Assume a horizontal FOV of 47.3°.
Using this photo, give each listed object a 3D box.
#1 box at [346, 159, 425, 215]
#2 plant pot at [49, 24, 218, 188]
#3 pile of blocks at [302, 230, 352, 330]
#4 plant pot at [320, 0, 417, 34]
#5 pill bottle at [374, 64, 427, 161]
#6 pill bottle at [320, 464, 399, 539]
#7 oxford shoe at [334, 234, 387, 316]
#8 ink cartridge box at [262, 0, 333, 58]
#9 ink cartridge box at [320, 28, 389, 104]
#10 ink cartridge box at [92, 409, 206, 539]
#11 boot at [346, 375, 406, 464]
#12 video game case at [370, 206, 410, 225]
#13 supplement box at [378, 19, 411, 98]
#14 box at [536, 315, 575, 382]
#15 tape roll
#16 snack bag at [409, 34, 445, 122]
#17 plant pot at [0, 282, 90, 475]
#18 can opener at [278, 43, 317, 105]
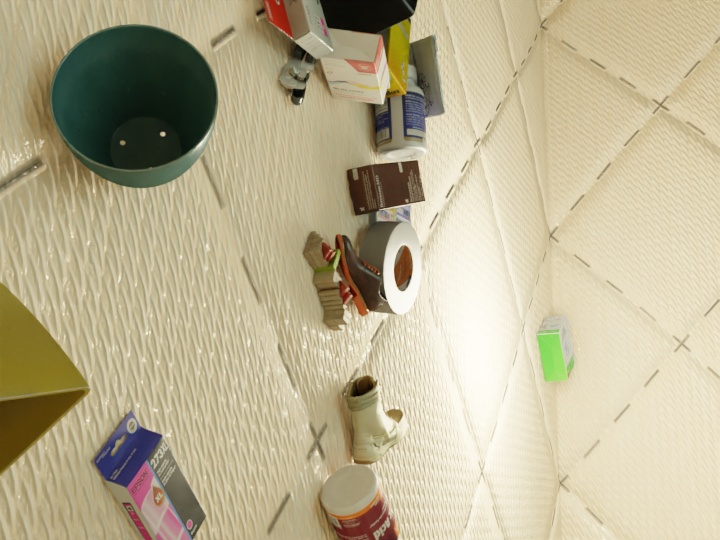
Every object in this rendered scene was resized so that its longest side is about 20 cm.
[{"bbox_3d":[0.059,-0.186,1.818,0.199,0.074,0.102,-17,97,-52],"label":"box"},{"bbox_3d":[-0.279,-0.186,1.045,0.135,0.196,0.204,114,-19,-68],"label":"plant pot"},{"bbox_3d":[-0.048,0.019,1.596,0.082,0.061,0.203,-48,128,-57],"label":"pile of blocks"},{"bbox_3d":[0.001,-0.621,1.709,0.177,0.197,0.202,43,46,-39],"label":"plant pot"},{"bbox_3d":[0.092,-0.367,1.911,0.119,0.118,0.204,15,71,-63],"label":"pill bottle"},{"bbox_3d":[0.009,0.477,1.554,0.202,0.112,0.115,69,29,-29],"label":"pill bottle"},{"bbox_3d":[0.000,0.000,1.667,0.072,0.071,0.202,-113,-178,-51],"label":"oxford shoe"},{"bbox_3d":[-0.129,-0.513,1.509,0.173,0.043,0.203,20,52,-63],"label":"ink cartridge box"},{"bbox_3d":[-0.006,-0.401,1.673,0.200,0.114,0.069,64,38,-71],"label":"ink cartridge box"},{"bbox_3d":[-0.275,0.292,1.092,0.202,0.036,0.095,68,29,-27],"label":"ink cartridge box"},{"bbox_3d":[0.033,0.287,1.696,0.199,0.072,0.158,-29,114,-57],"label":"boot"},{"bbox_3d":[0.072,-0.116,1.927,0.199,0.022,0.186,21,66,-61],"label":"video game case"},{"bbox_3d":[0.042,-0.500,1.846,0.109,0.107,0.204,40,50,-55],"label":"supplement box"},{"bbox_3d":[0.764,0.304,3.215,0.176,0.095,0.204,-38,117,-58],"label":"box"},{"bbox_3d":[0.067,-0.007,1.808,0.199,0.065,0.204,-15,107,-61],"label":"tape roll"},{"bbox_3d":[0.133,-0.448,1.961,0.021,0.199,0.192,-13,100,-28],"label":"snack bag"},{"bbox_3d":[-0.392,0.089,0.692,0.178,0.199,0.199,56,20,16],"label":"plant pot"},{"bbox_3d":[-0.110,-0.404,1.589,0.067,0.052,0.202,107,0,-53],"label":"can opener"}]
